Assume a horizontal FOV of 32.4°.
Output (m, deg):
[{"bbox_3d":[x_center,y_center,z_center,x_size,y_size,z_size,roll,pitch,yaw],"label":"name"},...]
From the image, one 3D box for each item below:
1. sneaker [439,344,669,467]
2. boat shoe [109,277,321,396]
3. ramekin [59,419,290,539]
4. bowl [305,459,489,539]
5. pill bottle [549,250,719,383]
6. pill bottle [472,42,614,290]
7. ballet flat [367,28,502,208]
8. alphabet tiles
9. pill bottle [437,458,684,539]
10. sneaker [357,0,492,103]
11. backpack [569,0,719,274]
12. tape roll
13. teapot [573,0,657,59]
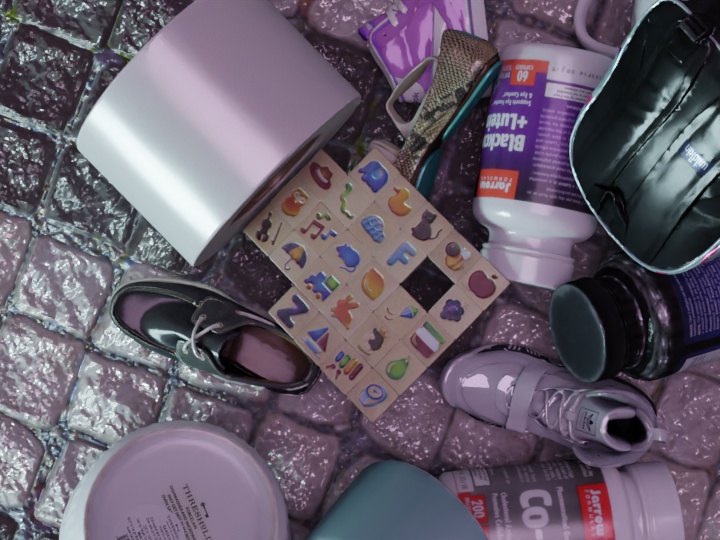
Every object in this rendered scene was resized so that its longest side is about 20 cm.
[{"bbox_3d":[0.169,0.115,1.073,0.199,0.115,0.076,13,94,-2],"label":"sneaker"},{"bbox_3d":[-0.128,0.056,1.093,0.199,0.068,0.072,21,91,0],"label":"boat shoe"},{"bbox_3d":[-0.151,0.221,1.035,0.199,0.105,0.201,4,66,-10],"label":"ramekin"},{"bbox_3d":[0.019,0.270,1.016,0.105,0.200,0.202,-23,90,-38],"label":"bowl"},{"bbox_3d":[0.267,0.029,1.054,0.199,0.112,0.113,-14,90,-21],"label":"pill bottle"},{"bbox_3d":[0.158,-0.087,1.078,0.111,0.111,0.201,10,89,-1],"label":"pill bottle"},{"bbox_3d":[0.051,-0.119,1.084,0.075,0.068,0.201,31,113,10],"label":"ballet flat"},{"bbox_3d":[0.000,0.000,1.061,0.167,0.008,0.200,-45,79,5],"label":"alphabet tiles"},{"bbox_3d":[0.170,0.223,1.075,0.199,0.114,0.115,-6,90,-1],"label":"pill bottle"},{"bbox_3d":[0.051,-0.248,1.098,0.113,0.073,0.202,-6,90,1],"label":"sneaker"},{"bbox_3d":[0.264,-0.102,0.962,0.150,0.200,0.178,-17,62,-39],"label":"backpack"},{"bbox_3d":[-0.116,-0.122,1.027,0.139,0.203,0.203,44,89,-1],"label":"tape roll"},{"bbox_3d":[0.317,-0.238,1.068,0.199,0.198,0.147,8,57,-20],"label":"teapot"}]
